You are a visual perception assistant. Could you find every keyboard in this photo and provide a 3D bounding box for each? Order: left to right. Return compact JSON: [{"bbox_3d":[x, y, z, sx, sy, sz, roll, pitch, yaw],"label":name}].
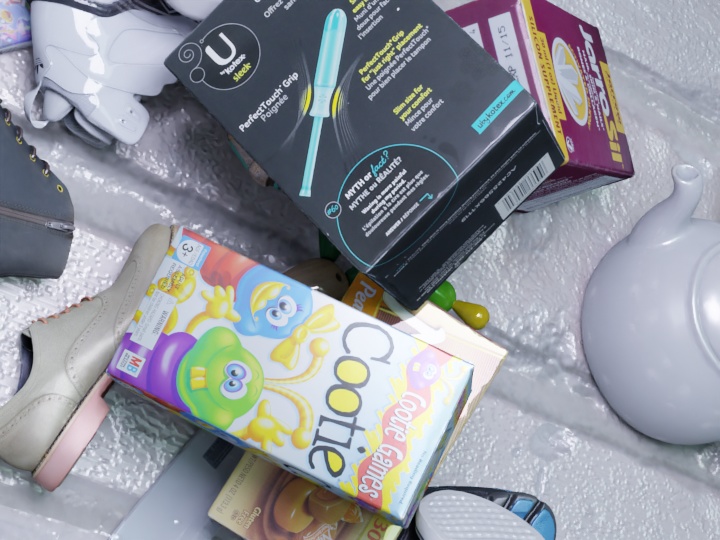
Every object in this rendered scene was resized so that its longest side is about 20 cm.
[{"bbox_3d":[-0.094,0.131,1.069,0.056,0.011,0.200,44,60,-8],"label":"keyboard"}]

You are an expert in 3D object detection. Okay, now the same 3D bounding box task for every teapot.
[{"bbox_3d":[0.286,0.046,1.232,0.199,0.146,0.198,19,69,-26],"label":"teapot"}]

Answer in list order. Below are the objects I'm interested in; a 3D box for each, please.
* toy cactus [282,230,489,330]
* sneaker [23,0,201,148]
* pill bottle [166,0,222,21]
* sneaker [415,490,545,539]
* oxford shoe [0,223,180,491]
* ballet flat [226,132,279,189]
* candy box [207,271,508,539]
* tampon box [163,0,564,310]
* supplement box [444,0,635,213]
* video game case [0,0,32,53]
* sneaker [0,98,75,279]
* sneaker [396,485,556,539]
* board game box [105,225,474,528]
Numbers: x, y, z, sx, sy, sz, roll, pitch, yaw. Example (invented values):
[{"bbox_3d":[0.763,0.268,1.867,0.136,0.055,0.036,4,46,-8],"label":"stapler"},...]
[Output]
[{"bbox_3d":[0.000,0.000,1.121,0.164,0.102,0.201,-19,90,-14],"label":"toy cactus"},{"bbox_3d":[-0.140,-0.138,1.065,0.199,0.075,0.116,8,88,-30],"label":"sneaker"},{"bbox_3d":[-0.122,-0.269,1.030,0.112,0.112,0.200,-10,52,-32],"label":"pill bottle"},{"bbox_3d":[0.109,0.225,1.004,0.078,0.200,0.080,-18,132,-46],"label":"sneaker"},{"bbox_3d":[-0.179,0.041,1.006,0.074,0.071,0.201,31,60,-9],"label":"oxford shoe"},{"bbox_3d":[-0.024,-0.141,1.146,0.067,0.068,0.200,40,57,10],"label":"ballet flat"},{"bbox_3d":[-0.001,0.110,1.036,0.115,0.055,0.200,32,80,4],"label":"candy box"},{"bbox_3d":[0.005,-0.102,0.990,0.150,0.126,0.200,-44,70,2],"label":"tampon box"},{"bbox_3d":[0.119,-0.121,1.148,0.200,0.103,0.132,-1,76,-66],"label":"supplement box"},{"bbox_3d":[-0.205,-0.240,1.088,0.199,0.018,0.144,-22,90,-32],"label":"video game case"},{"bbox_3d":[-0.246,-0.089,1.002,0.106,0.075,0.201,1,87,-35],"label":"sneaker"},{"bbox_3d":[0.035,0.188,1.098,0.199,0.082,0.074,5,85,-10],"label":"sneaker"},{"bbox_3d":[-0.040,0.070,0.963,0.199,0.105,0.103,25,80,8],"label":"board game box"}]
